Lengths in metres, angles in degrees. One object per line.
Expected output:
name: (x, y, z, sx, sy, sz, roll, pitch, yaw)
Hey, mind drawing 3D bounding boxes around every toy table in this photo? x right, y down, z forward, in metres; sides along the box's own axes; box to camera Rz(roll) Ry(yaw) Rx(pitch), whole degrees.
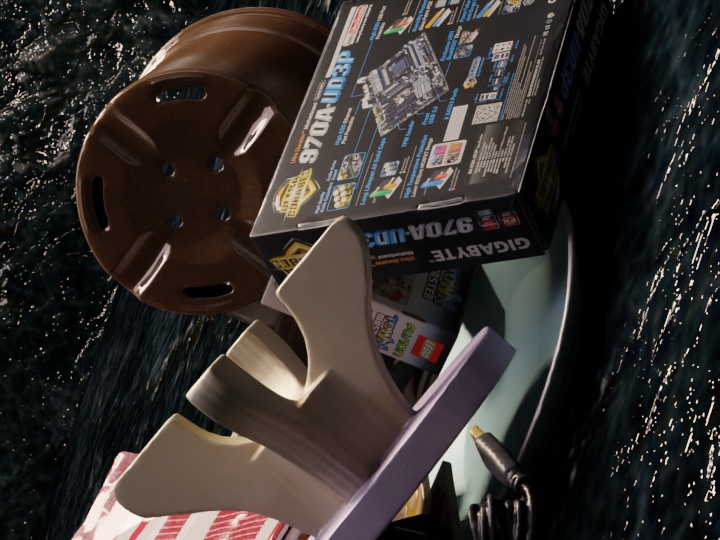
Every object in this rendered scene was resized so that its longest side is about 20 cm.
toy table: (-0.027, 0.082, 1.082, 0.200, 0.117, 0.184, -50, 0, -4)

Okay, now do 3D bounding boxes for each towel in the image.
towel: (-0.109, 0.158, 1.216, 0.199, 0.023, 0.145, -11, 41, 47)

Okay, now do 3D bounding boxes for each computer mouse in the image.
computer mouse: (0.032, 0.137, 1.034, 0.200, 0.046, 0.142, -136, 55, -73)

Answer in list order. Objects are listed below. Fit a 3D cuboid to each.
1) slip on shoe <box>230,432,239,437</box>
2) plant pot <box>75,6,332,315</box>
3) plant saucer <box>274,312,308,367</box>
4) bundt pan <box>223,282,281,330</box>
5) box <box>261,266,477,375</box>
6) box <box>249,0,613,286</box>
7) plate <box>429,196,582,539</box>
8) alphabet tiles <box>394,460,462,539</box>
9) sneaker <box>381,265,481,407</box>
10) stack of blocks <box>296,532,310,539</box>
slip on shoe: (-0.045, 0.108, 1.525, 0.061, 0.076, 0.200, -51, 14, 27)
plant pot: (-0.085, -0.061, 1.382, 0.198, 0.199, 0.202, -47, -21, -75)
plant saucer: (0.000, 0.000, 1.394, 0.201, 0.029, 0.200, -56, -12, -18)
bundt pan: (-0.040, -0.040, 1.622, 0.202, 0.075, 0.202, -55, 13, 19)
box: (0.020, -0.035, 1.247, 0.201, 0.109, 0.035, -70, 3, -49)
box: (0.042, -0.082, 1.163, 0.158, 0.046, 0.201, -9, 42, 27)
plate: (0.078, 0.057, 1.135, 0.200, 0.025, 0.202, -162, 90, -77)
alphabet tiles: (0.022, 0.205, 1.142, 0.167, 0.006, 0.201, -96, 20, -48)
sneaker: (0.009, 0.070, 1.302, 0.078, 0.079, 0.202, -146, 73, -77)
stack of blocks: (-0.025, 0.247, 1.165, 0.116, 0.058, 0.201, 114, 160, -46)
